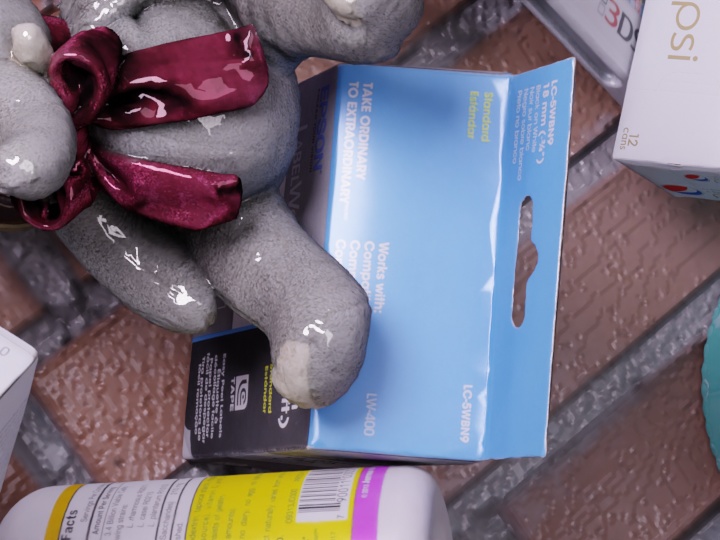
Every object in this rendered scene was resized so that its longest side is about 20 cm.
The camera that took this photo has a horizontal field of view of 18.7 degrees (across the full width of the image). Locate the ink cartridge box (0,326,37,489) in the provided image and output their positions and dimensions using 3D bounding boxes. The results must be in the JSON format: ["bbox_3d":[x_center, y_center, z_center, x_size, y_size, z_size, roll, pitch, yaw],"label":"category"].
[{"bbox_3d":[-0.208,0.045,0.693,0.199,0.200,0.041,31,47,8],"label":"ink cartridge box"}]

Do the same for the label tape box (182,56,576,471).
[{"bbox_3d":[0.000,0.000,0.822,0.063,0.200,0.145,9,80,-24],"label":"label tape box"}]

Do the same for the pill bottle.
[{"bbox_3d":[-0.068,0.128,0.794,0.199,0.104,0.105,-4,85,9],"label":"pill bottle"}]

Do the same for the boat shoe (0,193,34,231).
[{"bbox_3d":[-0.188,-0.081,0.817,0.200,0.072,0.072,36,71,-18],"label":"boat shoe"}]

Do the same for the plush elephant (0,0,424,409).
[{"bbox_3d":[-0.097,-0.058,0.739,0.155,0.200,0.165,-8,121,-40],"label":"plush elephant"}]

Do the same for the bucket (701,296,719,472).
[{"bbox_3d":[0.261,0.052,0.969,0.207,0.135,0.208,3,82,-23],"label":"bucket"}]

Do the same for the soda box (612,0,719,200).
[{"bbox_3d":[0.171,-0.133,0.957,0.068,0.064,0.200,22,78,-55],"label":"soda box"}]

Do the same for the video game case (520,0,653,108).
[{"bbox_3d":[0.119,-0.189,0.945,0.182,0.022,0.200,36,67,-52],"label":"video game case"}]
